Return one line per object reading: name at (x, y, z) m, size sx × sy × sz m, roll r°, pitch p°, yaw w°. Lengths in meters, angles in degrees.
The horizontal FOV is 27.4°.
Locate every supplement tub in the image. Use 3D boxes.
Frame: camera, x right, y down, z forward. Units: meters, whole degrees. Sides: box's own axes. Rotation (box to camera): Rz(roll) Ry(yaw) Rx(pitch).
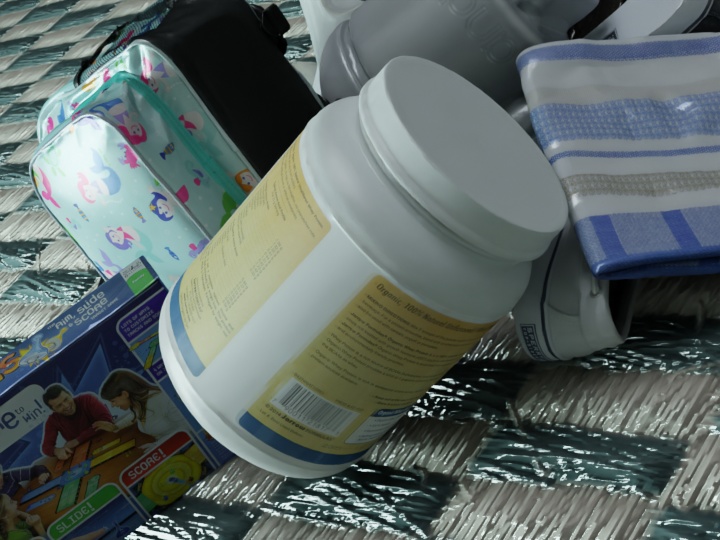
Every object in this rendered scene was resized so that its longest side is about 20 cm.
supplement tub at (0.000, 0.000, 0.789) m, size 0.200 × 0.144 × 0.145 m, roll -47°, pitch 20°, yaw 28°

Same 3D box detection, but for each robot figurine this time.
robot figurine at (0.054, -0.141, 0.946) m, size 0.200 × 0.113 × 0.170 m, roll -37°, pitch 66°, yaw 25°

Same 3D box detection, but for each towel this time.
towel at (0.173, -0.070, 0.815) m, size 0.146 × 0.024 × 0.201 m, roll -4°, pitch 42°, yaw -5°

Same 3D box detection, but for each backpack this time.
backpack at (-0.119, -0.069, 0.948) m, size 0.151 × 0.178 × 0.200 m, roll -48°, pitch 20°, yaw -28°

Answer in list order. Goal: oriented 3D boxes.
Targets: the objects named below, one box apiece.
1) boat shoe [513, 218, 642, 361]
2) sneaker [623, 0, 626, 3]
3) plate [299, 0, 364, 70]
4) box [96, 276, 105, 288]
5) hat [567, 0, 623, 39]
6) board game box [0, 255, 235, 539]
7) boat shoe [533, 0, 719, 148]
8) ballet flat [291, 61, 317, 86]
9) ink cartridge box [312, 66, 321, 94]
boat shoe at (0.147, -0.030, 0.839) m, size 0.065 × 0.074 × 0.201 m, roll -5°, pitch 49°, yaw 34°
sneaker at (0.188, -0.228, 1.099) m, size 0.199 × 0.078 × 0.080 m, roll -12°, pitch 25°, yaw 34°
plate at (0.029, -0.249, 1.057) m, size 0.199 × 0.032 × 0.200 m, roll -31°, pitch 46°, yaw 16°
box at (-0.100, 0.016, 1.031) m, size 0.199 × 0.046 × 0.159 m, roll -23°, pitch 29°, yaw 17°
hat at (0.087, -0.196, 1.060) m, size 0.200 × 0.081 × 0.202 m, roll -17°, pitch 65°, yaw 41°
board game box at (-0.170, 0.103, 0.870) m, size 0.199 × 0.136 × 0.034 m, roll -36°, pitch 34°, yaw -7°
boat shoe at (0.157, -0.111, 0.954) m, size 0.200 × 0.068 × 0.072 m, roll -40°, pitch 29°, yaw 28°
ballet flat at (-0.065, -0.131, 1.208) m, size 0.199 × 0.070 × 0.070 m, roll -26°, pitch 29°, yaw 13°
ink cartridge box at (-0.007, -0.156, 1.115) m, size 0.119 × 0.042 × 0.201 m, roll 126°, pitch 161°, yaw -61°
